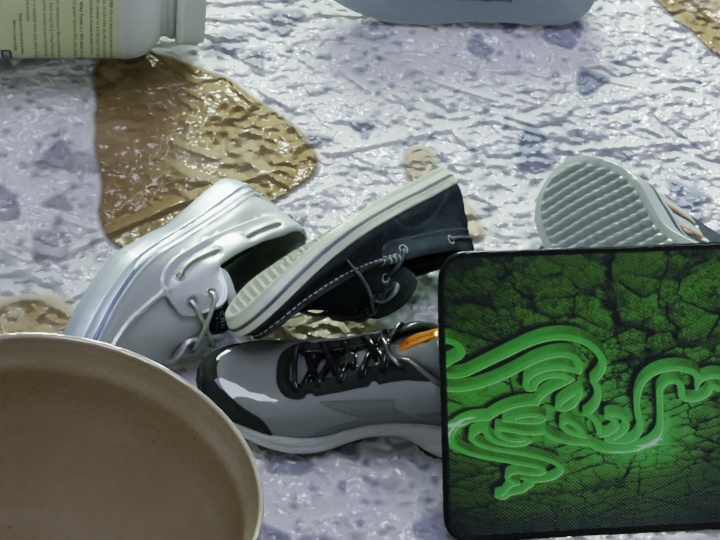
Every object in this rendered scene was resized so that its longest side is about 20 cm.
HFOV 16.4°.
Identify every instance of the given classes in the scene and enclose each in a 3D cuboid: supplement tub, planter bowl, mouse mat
[{"bbox_3d":[-0.199,-0.210,1.611,0.198,0.146,0.146,0,44,-5],"label":"supplement tub"},{"bbox_3d":[-0.159,0.148,1.246,0.198,0.135,0.201,12,37,-9],"label":"planter bowl"},{"bbox_3d":[0.141,0.067,1.378,0.198,0.162,0.008,-2,5,-7],"label":"mouse mat"}]

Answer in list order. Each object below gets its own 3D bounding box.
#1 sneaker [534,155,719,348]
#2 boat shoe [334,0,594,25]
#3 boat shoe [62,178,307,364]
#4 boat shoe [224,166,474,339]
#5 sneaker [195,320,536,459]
[{"bbox_3d":[0.184,0.003,1.486,0.079,0.079,0.200,28,10,-43],"label":"sneaker"},{"bbox_3d":[0.061,-0.210,1.699,0.198,0.074,0.066,9,39,-11],"label":"boat shoe"},{"bbox_3d":[-0.100,0.012,1.445,0.066,0.074,0.200,23,46,20],"label":"boat shoe"},{"bbox_3d":[0.000,0.000,1.458,0.200,0.074,0.063,-30,91,-46],"label":"boat shoe"},{"bbox_3d":[0.006,0.059,1.407,0.198,0.080,0.074,3,46,0],"label":"sneaker"}]
